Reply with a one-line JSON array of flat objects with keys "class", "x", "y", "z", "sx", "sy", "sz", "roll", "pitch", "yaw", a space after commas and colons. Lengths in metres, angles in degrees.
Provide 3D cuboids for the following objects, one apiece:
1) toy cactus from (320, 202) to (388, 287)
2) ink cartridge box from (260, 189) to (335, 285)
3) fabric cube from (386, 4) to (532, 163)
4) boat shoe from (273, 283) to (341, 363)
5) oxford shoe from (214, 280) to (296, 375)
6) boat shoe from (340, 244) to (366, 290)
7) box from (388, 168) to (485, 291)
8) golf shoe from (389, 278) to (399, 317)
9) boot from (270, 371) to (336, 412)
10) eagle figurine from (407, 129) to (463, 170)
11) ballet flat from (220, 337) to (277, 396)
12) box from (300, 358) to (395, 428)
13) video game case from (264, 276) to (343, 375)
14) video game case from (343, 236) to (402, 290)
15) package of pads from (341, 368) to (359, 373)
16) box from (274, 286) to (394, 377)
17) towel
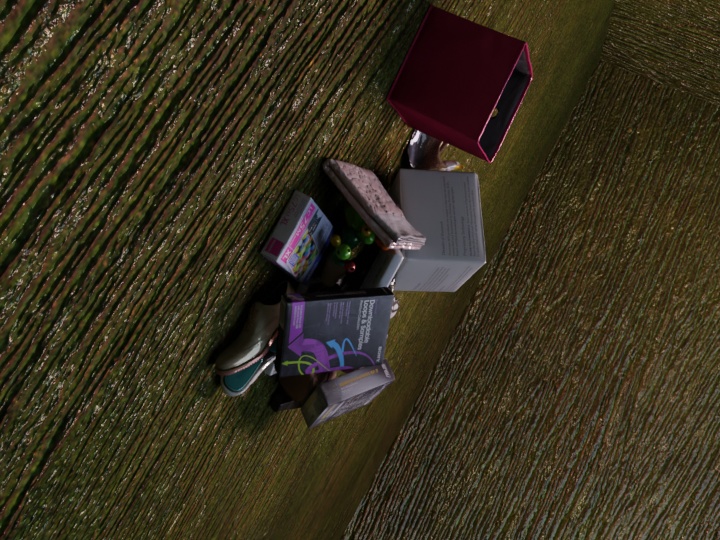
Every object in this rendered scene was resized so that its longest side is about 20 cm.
[{"class": "toy cactus", "x": -0.017, "y": -0.041, "z": 1.229, "sx": 0.166, "sy": 0.101, "sz": 0.201, "roll": -59, "pitch": -168, "yaw": 27}, {"class": "ink cartridge box", "x": -0.099, "y": -0.047, "z": 1.167, "sx": 0.121, "sy": 0.042, "sz": 0.200, "roll": -62, "pitch": 165, "yaw": -7}, {"class": "fabric cube", "x": 0.197, "y": -0.352, "z": 1.305, "sx": 0.199, "sy": 0.197, "sz": 0.200, "roll": -65, "pitch": 162, "yaw": 5}, {"class": "boat shoe", "x": -0.089, "y": 0.109, "z": 1.295, "sx": 0.201, "sy": 0.067, "sz": 0.072, "roll": -56, "pitch": 161, "yaw": -25}, {"class": "oxford shoe", "x": -0.178, "y": 0.094, "z": 1.135, "sx": 0.200, "sy": 0.070, "sz": 0.075, "roll": -46, "pitch": 129, "yaw": -37}, {"class": "boat shoe", "x": -0.002, "y": 0.000, "z": 1.453, "sx": 0.072, "sy": 0.069, "sz": 0.200, "roll": -9, "pitch": 159, "yaw": -21}, {"class": "box", "x": 0.142, "y": -0.077, "z": 1.403, "sx": 0.199, "sy": 0.168, "sz": 0.203, "roll": 120, "pitch": -31, "yaw": -68}, {"class": "golf shoe", "x": 0.033, "y": 0.079, "z": 1.421, "sx": 0.201, "sy": 0.077, "sz": 0.096, "roll": 72, "pitch": 36, "yaw": -65}, {"class": "boot", "x": -0.107, "y": 0.235, "z": 1.444, "sx": 0.145, "sy": 0.071, "sz": 0.200, "roll": -19, "pitch": 160, "yaw": -44}, {"class": "eagle figurine", "x": 0.162, "y": -0.256, "z": 1.516, "sx": 0.151, "sy": 0.149, "sz": 0.203, "roll": -20, "pitch": -117, "yaw": 54}, {"class": "ballet flat", "x": -0.178, "y": 0.145, "z": 1.201, "sx": 0.200, "sy": 0.069, "sz": 0.070, "roll": -48, "pitch": 158, "yaw": -29}, {"class": "box", "x": -0.031, "y": 0.262, "z": 1.420, "sx": 0.156, "sy": 0.049, "sz": 0.200, "roll": -17, "pitch": 160, "yaw": -23}, {"class": "video game case", "x": -0.113, "y": 0.105, "z": 1.375, "sx": 0.202, "sy": 0.023, "sz": 0.181, "roll": -66, "pitch": 163, "yaw": 13}, {"class": "video game case", "x": 0.010, "y": 0.029, "z": 1.275, "sx": 0.202, "sy": 0.023, "sz": 0.182, "roll": -62, "pitch": -163, "yaw": 13}, {"class": "package of pads", "x": -0.019, "y": 0.163, "z": 1.528, "sx": 0.076, "sy": 0.119, "sz": 0.200, "roll": -64, "pitch": 170, "yaw": 17}, {"class": "box", "x": -0.044, "y": 0.104, "z": 1.149, "sx": 0.197, "sy": 0.036, "sz": 0.145, "roll": -5, "pitch": 117, "yaw": -26}, {"class": "towel", "x": 0.031, "y": -0.117, "z": 1.200, "sx": 0.032, "sy": 0.192, "sz": 0.200, "roll": -42, "pitch": 168, "yaw": 16}]
